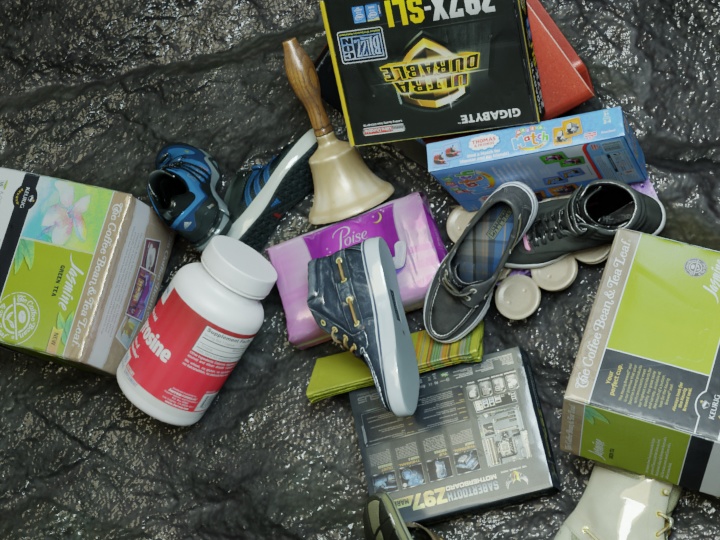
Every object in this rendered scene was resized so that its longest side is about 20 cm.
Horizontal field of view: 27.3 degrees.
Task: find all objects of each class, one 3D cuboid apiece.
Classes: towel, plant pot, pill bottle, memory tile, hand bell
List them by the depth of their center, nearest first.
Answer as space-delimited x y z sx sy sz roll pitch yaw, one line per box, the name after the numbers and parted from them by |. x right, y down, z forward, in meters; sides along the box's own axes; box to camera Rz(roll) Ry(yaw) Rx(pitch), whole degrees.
0.118 -0.229 1.590 0.176 0.200 0.200 -35 99 15 | plant pot
0.202 -0.055 1.608 0.200 0.017 0.153 -37 68 8 | memory tile
0.040 0.097 1.628 0.200 0.086 0.018 -16 111 15 | towel
-0.046 -0.162 1.653 0.104 0.104 0.200 -18 106 14 | hand bell
-0.179 0.066 1.659 0.112 0.112 0.200 41 109 23 | pill bottle

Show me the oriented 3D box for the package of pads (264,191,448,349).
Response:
0.000 0.000 1.661 0.200 0.076 0.121 -20 73 13 | package of pads

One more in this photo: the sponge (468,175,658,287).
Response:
0.221 -0.067 1.629 0.200 0.030 0.112 -24 70 11 | sponge

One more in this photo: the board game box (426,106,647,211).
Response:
0.185 -0.111 1.537 0.200 0.151 0.037 -10 73 17 | board game box

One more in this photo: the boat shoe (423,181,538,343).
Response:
0.117 -0.002 1.539 0.070 0.066 0.200 39 116 11 | boat shoe

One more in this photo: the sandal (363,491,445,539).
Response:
0.072 0.310 1.547 0.057 0.080 0.201 -40 95 -29 | sandal

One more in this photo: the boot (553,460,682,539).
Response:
0.303 0.269 1.492 0.200 0.072 0.155 24 82 23 | boot

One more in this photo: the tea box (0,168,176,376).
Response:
-0.348 0.004 1.740 0.197 0.134 0.200 11 80 21 | tea box

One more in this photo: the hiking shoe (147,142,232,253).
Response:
-0.208 -0.104 1.721 0.074 0.087 0.200 -47 37 10 | hiking shoe

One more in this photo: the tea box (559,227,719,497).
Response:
0.316 0.092 1.460 0.197 0.134 0.200 16 63 14 | tea box

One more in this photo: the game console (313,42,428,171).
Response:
0.070 -0.239 1.682 0.119 0.172 0.200 31 87 50 | game console

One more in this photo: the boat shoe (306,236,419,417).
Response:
0.002 0.068 1.574 0.091 0.071 0.200 -17 67 17 | boat shoe

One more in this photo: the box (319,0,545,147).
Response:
0.073 -0.215 1.484 0.200 0.049 0.160 -5 108 19 | box

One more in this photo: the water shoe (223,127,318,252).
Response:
-0.114 -0.102 1.730 0.079 0.071 0.200 41 91 29 | water shoe

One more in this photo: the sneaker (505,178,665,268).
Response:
0.210 -0.053 1.542 0.200 0.099 0.071 -11 76 18 | sneaker

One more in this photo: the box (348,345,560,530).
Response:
0.099 0.183 1.593 0.200 0.051 0.158 -17 70 14 | box
